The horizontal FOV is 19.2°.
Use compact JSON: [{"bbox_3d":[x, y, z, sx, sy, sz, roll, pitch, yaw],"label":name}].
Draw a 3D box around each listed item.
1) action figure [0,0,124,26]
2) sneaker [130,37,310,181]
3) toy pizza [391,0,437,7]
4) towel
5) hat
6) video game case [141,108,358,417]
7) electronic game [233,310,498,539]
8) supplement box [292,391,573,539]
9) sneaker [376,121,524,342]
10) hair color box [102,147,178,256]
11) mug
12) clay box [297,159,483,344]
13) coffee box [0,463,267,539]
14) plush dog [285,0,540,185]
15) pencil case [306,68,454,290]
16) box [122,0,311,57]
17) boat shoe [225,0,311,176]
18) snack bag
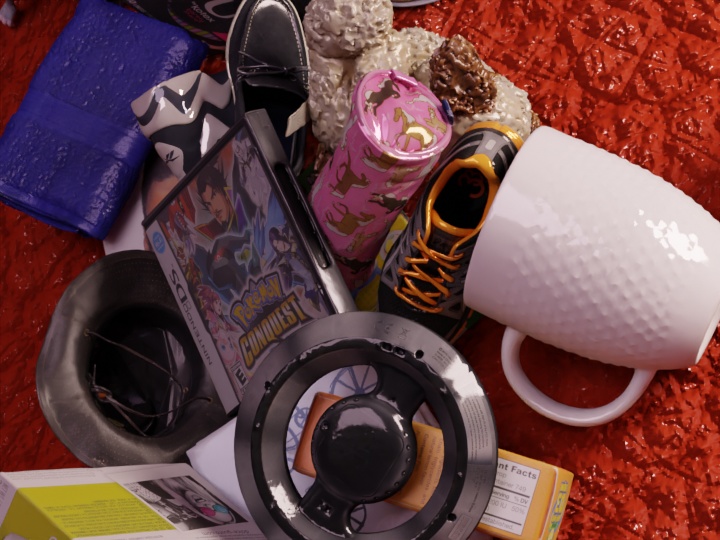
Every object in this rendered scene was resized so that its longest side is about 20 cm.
[{"bbox_3d":[-0.302,-0.303,1.982,0.199,0.149,0.135,14,81,18],"label":"action figure"},{"bbox_3d":[-0.086,-0.114,1.794,0.079,0.199,0.130,-24,88,49],"label":"sneaker"},{"bbox_3d":[0.055,-0.324,1.858,0.199,0.032,0.201,-12,64,24],"label":"toy pizza"},{"bbox_3d":[-0.229,-0.130,1.846,0.147,0.050,0.201,23,80,28],"label":"towel"},{"bbox_3d":[-0.182,0.089,1.766,0.081,0.199,0.202,136,143,-62],"label":"hat"},{"bbox_3d":[-0.091,-0.002,1.677,0.200,0.025,0.182,-40,71,52],"label":"video game case"},{"bbox_3d":[0.003,0.130,1.552,0.199,0.042,0.202,0,90,16],"label":"electronic game"},{"bbox_3d":[0.055,0.150,1.591,0.199,0.067,0.069,19,87,17],"label":"supplement box"},{"bbox_3d":[0.060,-0.017,1.604,0.078,0.077,0.201,23,106,7],"label":"sneaker"},{"bbox_3d":[-0.175,-0.080,1.856,0.110,0.064,0.201,-26,60,16],"label":"hair color box"},{"bbox_3d":[0.176,0.018,1.577,0.175,0.148,0.201,24,103,13],"label":"mug"},{"bbox_3d":[0.000,0.000,1.734,0.115,0.048,0.200,-43,55,8],"label":"clay box"},{"bbox_3d":[-0.175,0.280,1.580,0.197,0.199,0.201,35,109,36],"label":"coffee box"},{"bbox_3d":[0.052,-0.127,1.682,0.171,0.200,0.162,9,81,27],"label":"plush dog"},{"bbox_3d":[0.002,-0.065,1.618,0.086,0.200,0.083,-24,67,-34],"label":"pencil case"},{"bbox_3d":[-0.092,-0.269,1.839,0.199,0.122,0.107,-8,62,38],"label":"box"},{"bbox_3d":[-0.072,-0.144,1.729,0.062,0.074,0.201,136,142,-58],"label":"boat shoe"},{"bbox_3d":[-0.013,0.172,1.654,0.188,0.021,0.201,-35,76,10],"label":"snack bag"}]
